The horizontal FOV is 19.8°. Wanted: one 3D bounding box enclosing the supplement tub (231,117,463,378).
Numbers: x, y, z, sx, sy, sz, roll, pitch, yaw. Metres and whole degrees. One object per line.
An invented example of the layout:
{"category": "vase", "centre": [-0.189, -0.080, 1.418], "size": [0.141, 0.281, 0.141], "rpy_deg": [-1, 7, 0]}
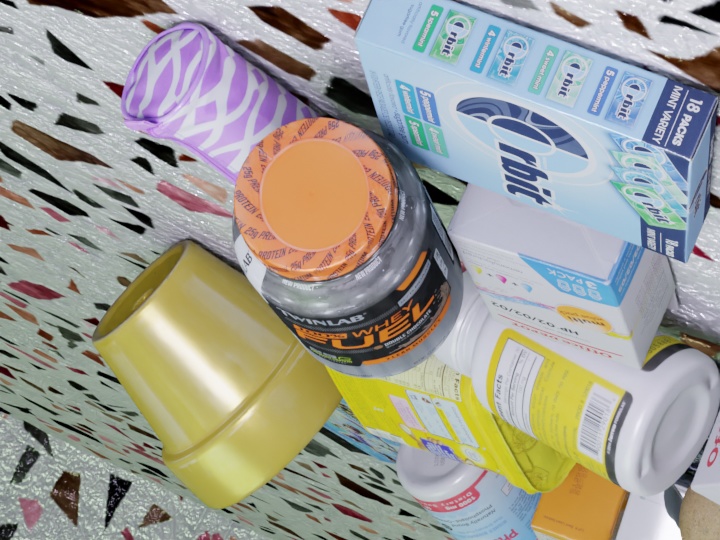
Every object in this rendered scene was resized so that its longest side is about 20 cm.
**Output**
{"category": "supplement tub", "centre": [-0.008, -0.014, 1.286], "size": [0.122, 0.123, 0.200], "rpy_deg": [20, 167, 18]}

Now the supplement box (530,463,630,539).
{"category": "supplement box", "centre": [0.220, 0.209, 1.848], "size": [0.073, 0.127, 0.200], "rpy_deg": [18, 164, 19]}

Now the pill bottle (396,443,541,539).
{"category": "pill bottle", "centre": [0.128, 0.223, 2.025], "size": [0.108, 0.109, 0.200], "rpy_deg": [9, 151, 45]}

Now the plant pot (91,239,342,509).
{"category": "plant pot", "centre": [-0.136, 0.083, 1.881], "size": [0.189, 0.201, 0.201], "rpy_deg": [44, 160, -14]}

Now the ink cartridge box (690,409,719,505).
{"category": "ink cartridge box", "centre": [0.323, 0.093, 1.239], "size": [0.145, 0.147, 0.200], "rpy_deg": [27, 165, -11]}

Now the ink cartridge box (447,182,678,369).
{"category": "ink cartridge box", "centre": [0.140, 0.002, 1.371], "size": [0.115, 0.068, 0.200], "rpy_deg": [19, 164, 22]}

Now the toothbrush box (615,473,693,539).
{"category": "toothbrush box", "centre": [0.267, 0.243, 1.740], "size": [0.085, 0.147, 0.200], "rpy_deg": [19, -177, 19]}

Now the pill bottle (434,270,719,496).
{"category": "pill bottle", "centre": [0.150, 0.071, 1.485], "size": [0.199, 0.112, 0.111], "rpy_deg": [29, 170, 34]}

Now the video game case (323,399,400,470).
{"category": "video game case", "centre": [0.021, 0.153, 2.129], "size": [0.200, 0.046, 0.181], "rpy_deg": [33, 162, -27]}

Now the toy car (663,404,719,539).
{"category": "toy car", "centre": [0.289, 0.185, 1.461], "size": [0.157, 0.165, 0.200], "rpy_deg": [8, -153, -35]}

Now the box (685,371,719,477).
{"category": "box", "centre": [0.273, 0.124, 1.617], "size": [0.198, 0.050, 0.200], "rpy_deg": [22, 166, 15]}

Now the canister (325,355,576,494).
{"category": "canister", "centre": [0.075, 0.099, 1.738], "size": [0.199, 0.087, 0.149], "rpy_deg": [14, 145, 43]}

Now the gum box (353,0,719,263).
{"category": "gum box", "centre": [0.103, -0.082, 1.184], "size": [0.199, 0.045, 0.170], "rpy_deg": [21, 165, 14]}

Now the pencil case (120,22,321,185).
{"category": "pencil case", "centre": [-0.071, -0.083, 1.384], "size": [0.084, 0.086, 0.200], "rpy_deg": [7, 156, 49]}
